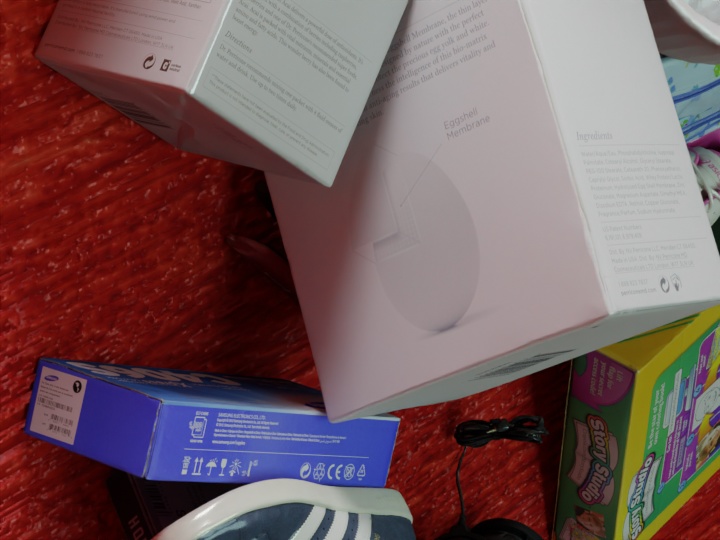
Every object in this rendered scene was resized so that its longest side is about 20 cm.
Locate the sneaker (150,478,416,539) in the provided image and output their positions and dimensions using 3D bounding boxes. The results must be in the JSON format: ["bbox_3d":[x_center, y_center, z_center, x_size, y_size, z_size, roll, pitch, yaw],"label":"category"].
[{"bbox_3d":[-0.029,0.164,1.183,0.199,0.075,0.085,5,58,-49],"label":"sneaker"}]

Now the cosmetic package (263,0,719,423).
[{"bbox_3d":[0.063,-0.046,1.178,0.122,0.198,0.202,-6,77,-50],"label":"cosmetic package"}]

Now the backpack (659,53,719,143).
[{"bbox_3d":[0.170,-0.143,1.369,0.199,0.163,0.155,-21,141,-36],"label":"backpack"}]

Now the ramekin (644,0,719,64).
[{"bbox_3d":[0.214,-0.212,1.260,0.199,0.098,0.203,1,87,-21],"label":"ramekin"}]

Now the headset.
[{"bbox_3d":[0.091,0.196,1.426,0.123,0.093,0.202,-3,85,-62],"label":"headset"}]

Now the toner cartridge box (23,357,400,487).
[{"bbox_3d":[-0.076,0.084,1.195,0.199,0.094,0.044,9,96,-52],"label":"toner cartridge box"}]

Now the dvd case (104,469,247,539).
[{"bbox_3d":[-0.044,0.180,1.243,0.025,0.151,0.199,-40,151,28],"label":"dvd case"}]

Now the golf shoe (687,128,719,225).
[{"bbox_3d":[0.183,-0.039,1.368,0.075,0.091,0.200,50,27,-7],"label":"golf shoe"}]

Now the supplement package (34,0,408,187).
[{"bbox_3d":[-0.051,-0.164,1.115,0.121,0.119,0.201,32,78,-48],"label":"supplement package"}]

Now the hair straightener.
[{"bbox_3d":[0.000,0.000,1.297,0.200,0.041,0.077,41,71,-43],"label":"hair straightener"}]

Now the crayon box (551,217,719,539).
[{"bbox_3d":[0.210,0.087,1.540,0.172,0.058,0.201,-37,143,-36],"label":"crayon box"}]
